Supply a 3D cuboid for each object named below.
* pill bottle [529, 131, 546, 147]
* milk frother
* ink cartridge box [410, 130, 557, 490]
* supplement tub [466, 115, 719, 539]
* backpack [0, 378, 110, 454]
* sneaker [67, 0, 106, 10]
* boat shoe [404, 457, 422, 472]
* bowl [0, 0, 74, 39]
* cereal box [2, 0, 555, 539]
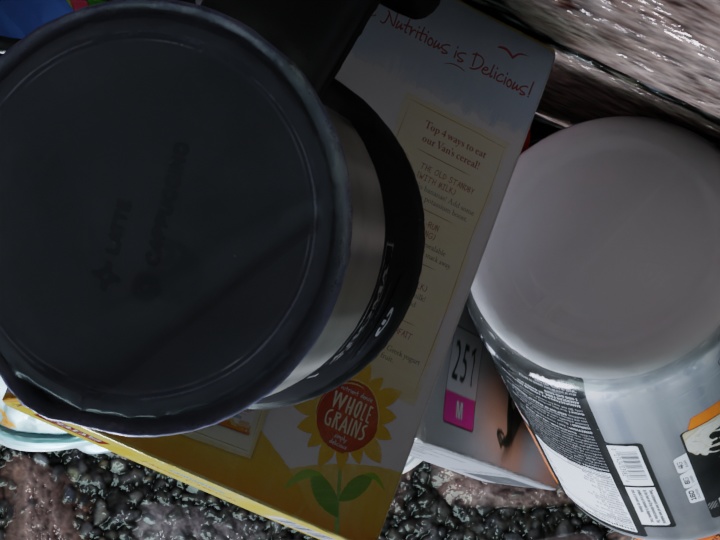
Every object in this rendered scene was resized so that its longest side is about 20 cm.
[{"bbox_3d":[0.095,-0.008,1.262,0.199,0.107,0.106,25,179,37],"label":"pill bottle"},{"bbox_3d":[-0.079,-0.053,0.781,0.199,0.182,0.188,14,180,7],"label":"milk frother"},{"bbox_3d":[0.052,-0.003,1.103,0.043,0.175,0.200,6,172,21],"label":"ink cartridge box"},{"bbox_3d":[0.121,0.035,1.065,0.122,0.123,0.200,24,162,27],"label":"supplement tub"},{"bbox_3d":[-0.106,-0.003,1.172,0.176,0.151,0.200,-11,-148,14],"label":"backpack"},{"bbox_3d":[-0.130,-0.143,1.121,0.084,0.077,0.200,42,176,2],"label":"sneaker"},{"bbox_3d":[0.001,0.000,1.131,0.070,0.202,0.071,11,-161,28],"label":"boat shoe"},{"bbox_3d":[-0.173,-0.124,0.985,0.200,0.039,0.201,42,171,8],"label":"bowl"},{"bbox_3d":[-0.026,-0.018,0.924,0.143,0.201,0.039,26,168,-21],"label":"cereal box"}]
